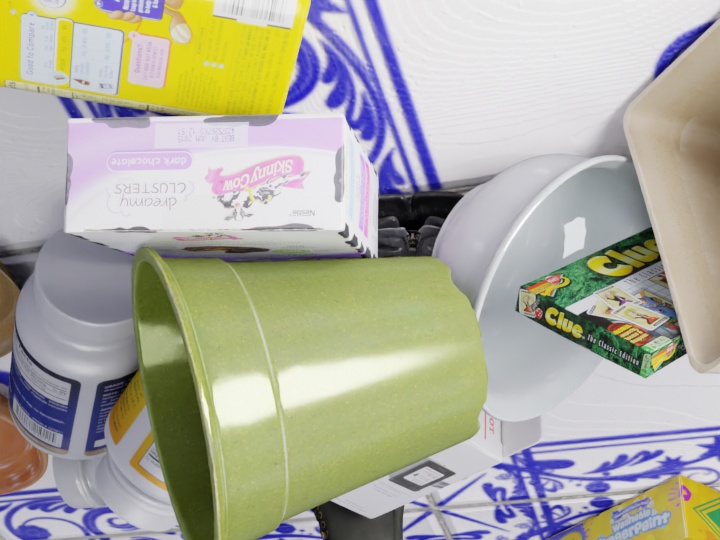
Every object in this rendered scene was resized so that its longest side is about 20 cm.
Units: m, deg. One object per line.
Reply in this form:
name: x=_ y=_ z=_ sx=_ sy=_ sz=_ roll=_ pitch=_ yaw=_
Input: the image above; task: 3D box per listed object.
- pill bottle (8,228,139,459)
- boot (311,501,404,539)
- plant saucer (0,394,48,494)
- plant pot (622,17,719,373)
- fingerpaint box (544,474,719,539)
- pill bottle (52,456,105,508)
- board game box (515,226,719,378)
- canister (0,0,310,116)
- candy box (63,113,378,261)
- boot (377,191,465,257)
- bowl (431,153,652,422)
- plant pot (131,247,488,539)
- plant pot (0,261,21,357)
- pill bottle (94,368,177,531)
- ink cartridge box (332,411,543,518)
pill bottle: x=-0.216 y=0.057 z=1.037 sx=0.115 sy=0.116 sz=0.200 roll=11 pitch=143 yaw=-11
boot: x=-0.048 y=0.212 z=1.215 sx=0.199 sy=0.139 sz=0.078 roll=-13 pitch=141 yaw=23
plant saucer: x=-0.395 y=0.155 z=1.250 sx=0.199 sy=0.038 sz=0.200 roll=2 pitch=144 yaw=2
plant pot: x=0.308 y=-0.056 z=0.796 sx=0.176 sy=0.201 sz=0.200 roll=11 pitch=144 yaw=-27
fingerpaint box: x=0.319 y=0.303 z=1.365 sx=0.166 sy=0.074 sz=0.200 roll=25 pitch=138 yaw=-27
pill bottle: x=-0.169 y=0.165 z=1.183 sx=0.199 sy=0.111 sz=0.111 roll=-8 pitch=142 yaw=15
board game box: x=0.206 y=0.009 z=0.872 sx=0.105 sy=0.200 sz=0.024 roll=25 pitch=124 yaw=39
canister: x=-0.135 y=-0.158 z=0.768 sx=0.199 sy=0.087 sz=0.149 roll=9 pitch=144 yaw=-10
candy box: x=-0.079 y=-0.047 z=0.847 sx=0.167 sy=0.072 sz=0.200 roll=0 pitch=175 yaw=6
boot: x=0.000 y=0.000 z=1.001 sx=0.199 sy=0.070 sz=0.132 roll=-13 pitch=134 yaw=10
bowl: x=0.113 y=-0.002 z=0.918 sx=0.090 sy=0.201 sz=0.201 roll=30 pitch=160 yaw=37
plant pot: x=-0.028 y=0.066 z=0.824 sx=0.189 sy=0.201 sz=0.200 roll=-12 pitch=147 yaw=-18
plant pot: x=-0.367 y=0.015 z=1.067 sx=0.199 sy=0.028 sz=0.200 roll=2 pitch=143 yaw=1
pill bottle: x=-0.118 y=0.100 z=0.980 sx=0.109 sy=0.109 sz=0.200 roll=25 pitch=115 yaw=-27
ink cartridge box: x=0.056 y=0.117 z=1.099 sx=0.067 sy=0.116 sz=0.200 roll=31 pitch=135 yaw=-31
